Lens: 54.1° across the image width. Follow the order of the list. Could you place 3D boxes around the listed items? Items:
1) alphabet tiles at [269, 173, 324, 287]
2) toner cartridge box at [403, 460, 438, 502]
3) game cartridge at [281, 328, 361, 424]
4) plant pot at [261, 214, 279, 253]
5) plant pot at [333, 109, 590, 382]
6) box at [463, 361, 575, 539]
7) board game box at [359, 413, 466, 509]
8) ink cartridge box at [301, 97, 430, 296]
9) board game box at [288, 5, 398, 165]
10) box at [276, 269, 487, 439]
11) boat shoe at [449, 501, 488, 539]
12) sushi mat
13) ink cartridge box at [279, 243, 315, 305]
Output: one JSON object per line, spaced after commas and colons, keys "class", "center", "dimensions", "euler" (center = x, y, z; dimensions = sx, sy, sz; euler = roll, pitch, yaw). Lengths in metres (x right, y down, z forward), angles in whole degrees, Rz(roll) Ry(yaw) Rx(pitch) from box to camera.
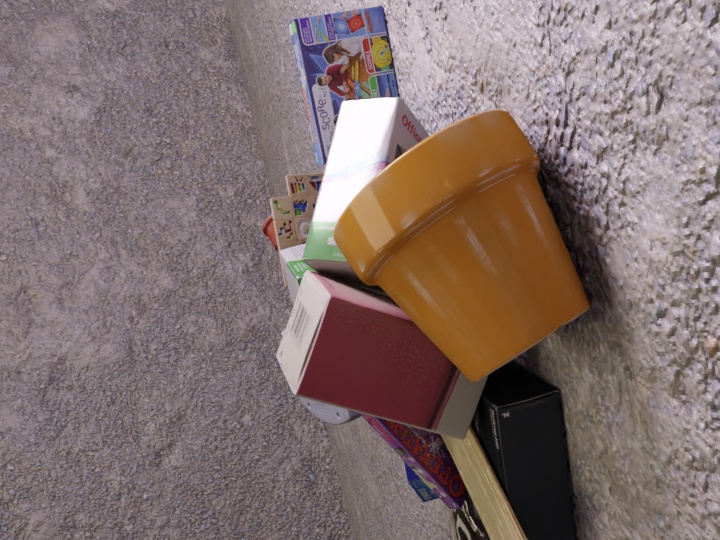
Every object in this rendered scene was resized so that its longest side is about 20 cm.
{"class": "alphabet tiles", "center": [-0.055, -0.051, 1.091], "dimensions": [0.006, 0.165, 0.202], "euler": [-14, 85, 55]}
{"class": "toner cartridge box", "center": [0.092, 0.263, 1.158], "dimensions": [0.095, 0.043, 0.201], "euler": [59, -163, -49]}
{"class": "game cartridge", "center": [-0.052, 0.144, 0.976], "dimensions": [0.200, 0.041, 0.135], "euler": [-8, 96, 67]}
{"class": "plant pot", "center": [-0.072, -0.033, 1.427], "dimensions": [0.201, 0.199, 0.197], "euler": [112, 135, -70]}
{"class": "plant pot", "center": [0.105, -0.009, 0.643], "dimensions": [0.184, 0.199, 0.200], "euler": [57, 164, 12]}
{"class": "box", "center": [0.170, 0.215, 0.803], "dimensions": [0.141, 0.078, 0.202], "euler": [-139, 38, -73]}
{"class": "board game box", "center": [0.084, 0.188, 0.891], "dimensions": [0.200, 0.120, 0.032], "euler": [48, 147, -15]}
{"class": "ink cartridge box", "center": [0.021, -0.079, 0.828], "dimensions": [0.145, 0.087, 0.202], "euler": [37, -120, -55]}
{"class": "board game box", "center": [-0.016, -0.263, 1.007], "dimensions": [0.034, 0.134, 0.202], "euler": [-160, 58, -71]}
{"class": "box", "center": [0.024, 0.089, 0.765], "dimensions": [0.110, 0.198, 0.128], "euler": [-70, 19, 6]}
{"class": "boat shoe", "center": [0.156, 0.329, 1.079], "dimensions": [0.067, 0.057, 0.202], "euler": [25, -134, -58]}
{"class": "sushi mat", "center": [0.135, 0.240, 0.784], "dimensions": [0.096, 0.012, 0.201], "euler": [90, 162, -47]}
{"class": "ink cartridge box", "center": [0.000, 0.000, 0.987], "dimensions": [0.147, 0.198, 0.084], "euler": [-135, 31, -69]}
